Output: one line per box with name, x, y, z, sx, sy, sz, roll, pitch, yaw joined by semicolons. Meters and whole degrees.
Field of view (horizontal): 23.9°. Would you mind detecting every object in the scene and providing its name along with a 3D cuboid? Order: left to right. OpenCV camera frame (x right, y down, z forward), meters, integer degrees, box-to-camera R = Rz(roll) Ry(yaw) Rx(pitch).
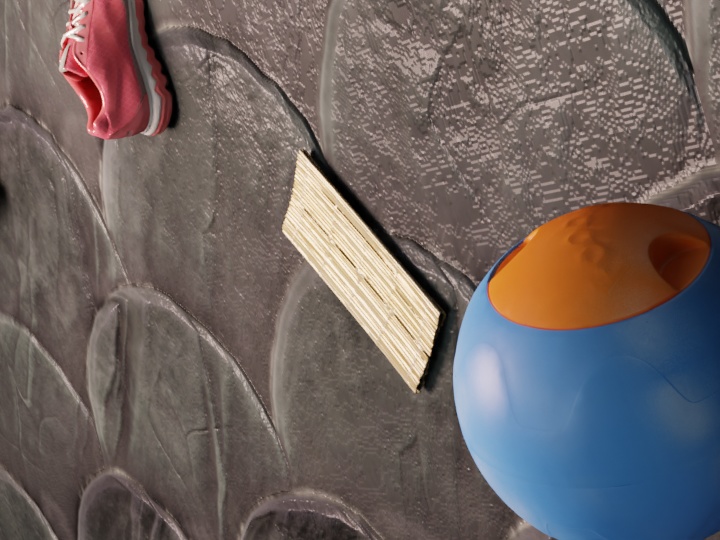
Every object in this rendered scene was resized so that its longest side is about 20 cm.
sneaker;-0.238;-0.213;1.544;0.074;0.086;0.202;-16;93;58
sushi mat;0.000;0.000;1.365;0.200;0.012;0.096;50;142;29
treat dispenser ball;0.153;0.062;0.979;0.201;0.200;0.202;34;135;44
